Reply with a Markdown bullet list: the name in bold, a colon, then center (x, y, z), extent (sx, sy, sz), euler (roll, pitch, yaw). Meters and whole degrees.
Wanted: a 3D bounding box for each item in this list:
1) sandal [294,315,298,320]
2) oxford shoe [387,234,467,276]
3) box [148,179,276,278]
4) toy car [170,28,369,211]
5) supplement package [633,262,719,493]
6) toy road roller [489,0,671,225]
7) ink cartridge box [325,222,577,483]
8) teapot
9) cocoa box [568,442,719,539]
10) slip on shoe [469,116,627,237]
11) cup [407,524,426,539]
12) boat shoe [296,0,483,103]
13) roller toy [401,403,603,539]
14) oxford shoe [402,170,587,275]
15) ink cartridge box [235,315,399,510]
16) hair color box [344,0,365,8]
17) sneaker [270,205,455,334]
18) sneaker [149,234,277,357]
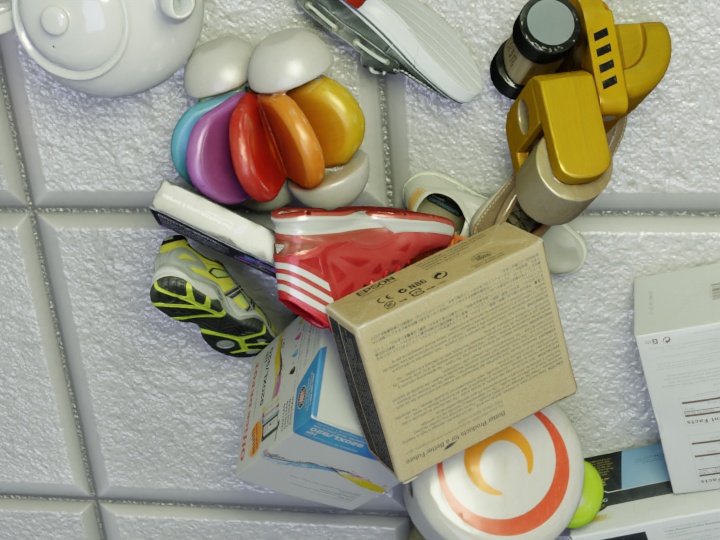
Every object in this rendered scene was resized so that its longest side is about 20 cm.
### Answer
- **sandal**: center (-0.033, 0.035, 1.458), extent (0.075, 0.045, 0.201), euler (28, 136, -1)
- **oxford shoe**: center (0.077, 0.019, 1.386), extent (0.072, 0.072, 0.200), euler (17, 154, -21)
- **box**: center (-0.135, -0.037, 1.349), extent (0.142, 0.200, 0.036), euler (25, 87, -5)
- **toy car**: center (-0.098, -0.123, 1.290), extent (0.199, 0.150, 0.176), euler (3, 125, 40)
- **supplement package**: center (0.351, 0.110, 1.382), extent (0.109, 0.114, 0.201), euler (-11, 119, 17)
- **toy road roller**: center (0.207, -0.151, 1.222), extent (0.145, 0.123, 0.202), euler (-6, 77, -9)
- **ink cartridge box**: center (0.085, 0.072, 1.242), extent (0.199, 0.075, 0.166), euler (-24, 115, -19)
- **teapot**: center (-0.252, -0.243, 1.254), extent (0.197, 0.146, 0.200), euler (40, 120, 2)
- **cocoa box**: center (0.339, 0.273, 1.468), extent (0.198, 0.132, 0.134), euler (-15, 117, 18)
- **slip on shoe**: center (0.184, -0.089, 1.299), extent (0.200, 0.061, 0.076), euler (-45, 109, 7)
- **cup**: center (0.122, 0.340, 1.533), extent (0.198, 0.200, 0.145), euler (-4, 92, 13)
- **boat shoe**: center (0.027, -0.221, 1.284), extent (0.200, 0.072, 0.071), euler (41, 127, -1)
- **roller toy**: center (0.134, 0.211, 1.428), extent (0.182, 0.140, 0.201), euler (-31, 80, -12)
- **oxford shoe**: center (0.133, -0.039, 1.370), extent (0.199, 0.058, 0.076), euler (22, 120, -4)
- **ink cartridge box**: center (-0.020, 0.137, 1.391), extent (0.144, 0.148, 0.200), euler (19, 148, -20)
- **hair color box**: center (-0.051, -0.336, 1.197), extent (0.199, 0.064, 0.111), euler (32, 83, -8)
- **sneaker**: center (0.000, 0.000, 1.274), extent (0.199, 0.078, 0.117), euler (0, 97, -31)
- **sneaker**: center (-0.145, 0.030, 1.437), extent (0.075, 0.077, 0.200), euler (-15, 146, 21)
